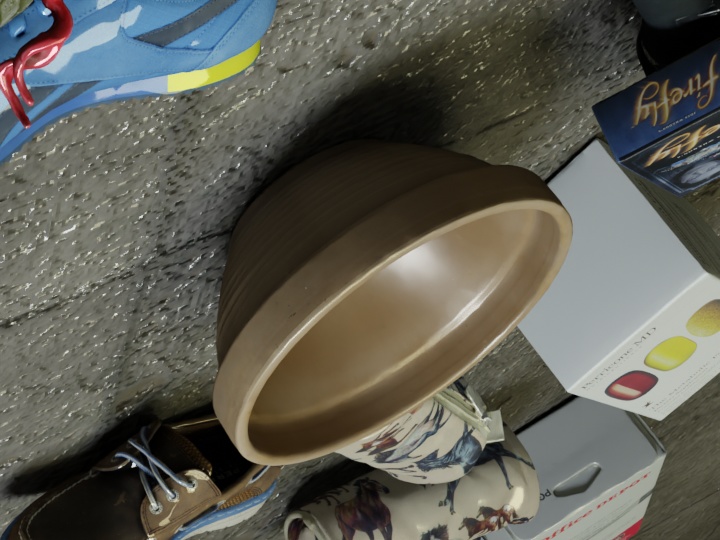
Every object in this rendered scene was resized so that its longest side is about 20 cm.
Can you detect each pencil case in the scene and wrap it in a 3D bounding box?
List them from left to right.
[{"bbox_3d":[0.019,0.078,1.136,0.089,0.078,0.200,-19,161,13],"label":"pencil case"},{"bbox_3d":[0.039,0.175,1.335,0.200,0.078,0.090,-21,136,-33],"label":"pencil case"}]

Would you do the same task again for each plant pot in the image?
[{"bbox_3d":[0.000,0.000,0.939,0.200,0.093,0.201,-30,158,-14],"label":"plant pot"}]

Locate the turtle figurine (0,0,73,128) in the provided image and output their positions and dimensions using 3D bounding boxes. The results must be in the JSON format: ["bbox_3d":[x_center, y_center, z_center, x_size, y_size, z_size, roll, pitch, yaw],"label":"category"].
[{"bbox_3d":[-0.149,-0.100,0.531,0.199,0.101,0.150,-12,145,-31],"label":"turtle figurine"}]

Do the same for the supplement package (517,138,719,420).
[{"bbox_3d":[0.169,0.012,1.183,0.114,0.110,0.200,-42,157,14],"label":"supplement package"}]

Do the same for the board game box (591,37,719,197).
[{"bbox_3d":[0.229,-0.104,0.958,0.200,0.035,0.135,-28,165,18],"label":"board game box"}]

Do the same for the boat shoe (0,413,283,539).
[{"bbox_3d":[-0.116,0.118,1.047,0.200,0.072,0.072,-25,152,-50],"label":"boat shoe"}]

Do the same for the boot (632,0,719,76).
[{"bbox_3d":[0.220,-0.170,0.940,0.200,0.077,0.168,-30,162,2],"label":"boot"}]

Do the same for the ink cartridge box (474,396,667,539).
[{"bbox_3d":[0.162,0.191,1.559,0.145,0.083,0.200,-30,157,-13],"label":"ink cartridge box"}]

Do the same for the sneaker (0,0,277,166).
[{"bbox_3d":[-0.114,-0.087,0.649,0.200,0.066,0.079,-25,149,-29],"label":"sneaker"}]
